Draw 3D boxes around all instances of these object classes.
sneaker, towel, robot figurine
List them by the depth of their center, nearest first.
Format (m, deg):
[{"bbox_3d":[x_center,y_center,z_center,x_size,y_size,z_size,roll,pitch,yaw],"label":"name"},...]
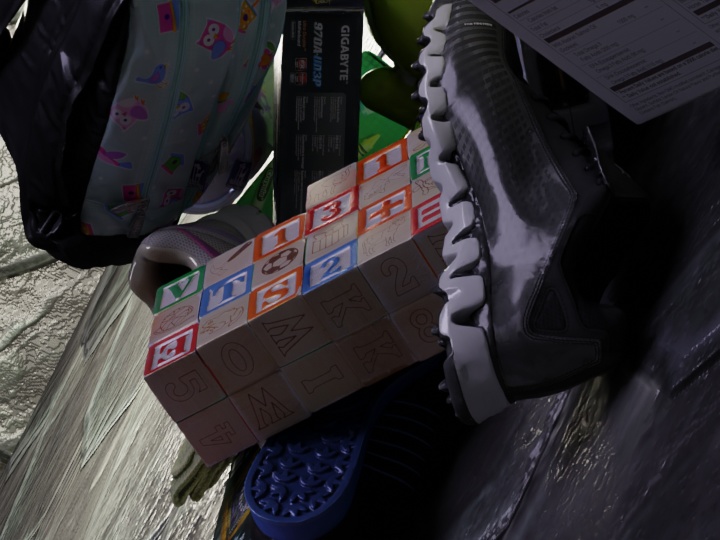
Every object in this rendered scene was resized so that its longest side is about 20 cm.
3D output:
[{"bbox_3d":[0.073,-0.036,0.850,0.066,0.090,0.200,55,-152,-59],"label":"sneaker"},{"bbox_3d":[0.001,0.083,1.009,0.200,0.070,0.078,-53,-33,-44],"label":"sneaker"},{"bbox_3d":[-0.061,0.052,1.088,0.200,0.088,0.081,53,130,29],"label":"sneaker"},{"bbox_3d":[0.055,-0.166,1.186,0.176,0.116,0.200,-58,12,8],"label":"robot figurine"},{"bbox_3d":[-0.056,0.053,1.306,0.148,0.036,0.200,-53,2,30],"label":"towel"}]

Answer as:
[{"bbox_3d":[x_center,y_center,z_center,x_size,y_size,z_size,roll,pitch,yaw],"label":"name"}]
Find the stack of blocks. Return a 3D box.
[{"bbox_3d":[0.000,0.000,0.975,0.200,0.059,0.115,-28,24,13],"label":"stack of blocks"}]

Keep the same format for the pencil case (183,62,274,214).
[{"bbox_3d":[-0.089,-0.097,1.300,0.200,0.083,0.091,-61,-8,-75],"label":"pencil case"}]

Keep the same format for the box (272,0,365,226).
[{"bbox_3d":[-0.027,-0.084,1.185,0.159,0.046,0.200,-96,8,-64],"label":"box"}]

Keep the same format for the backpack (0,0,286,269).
[{"bbox_3d":[-0.124,-0.119,1.111,0.167,0.126,0.200,59,141,29],"label":"backpack"}]

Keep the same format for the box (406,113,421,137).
[{"bbox_3d":[0.094,-0.124,1.054,0.200,0.064,0.070,-63,11,9],"label":"box"}]

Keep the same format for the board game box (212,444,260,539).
[{"bbox_3d":[-0.035,0.106,1.212,0.200,0.028,0.135,-54,15,39],"label":"board game box"}]

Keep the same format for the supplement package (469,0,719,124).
[{"bbox_3d":[0.097,-0.186,0.763,0.151,0.200,0.152,-24,40,53],"label":"supplement package"}]

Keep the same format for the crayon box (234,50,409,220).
[{"bbox_3d":[-0.045,-0.042,1.364,0.200,0.058,0.119,-51,1,-16],"label":"crayon box"}]

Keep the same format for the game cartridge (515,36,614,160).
[{"bbox_3d":[0.080,-0.150,0.941,0.133,0.041,0.200,-100,-2,-70],"label":"game cartridge"}]
